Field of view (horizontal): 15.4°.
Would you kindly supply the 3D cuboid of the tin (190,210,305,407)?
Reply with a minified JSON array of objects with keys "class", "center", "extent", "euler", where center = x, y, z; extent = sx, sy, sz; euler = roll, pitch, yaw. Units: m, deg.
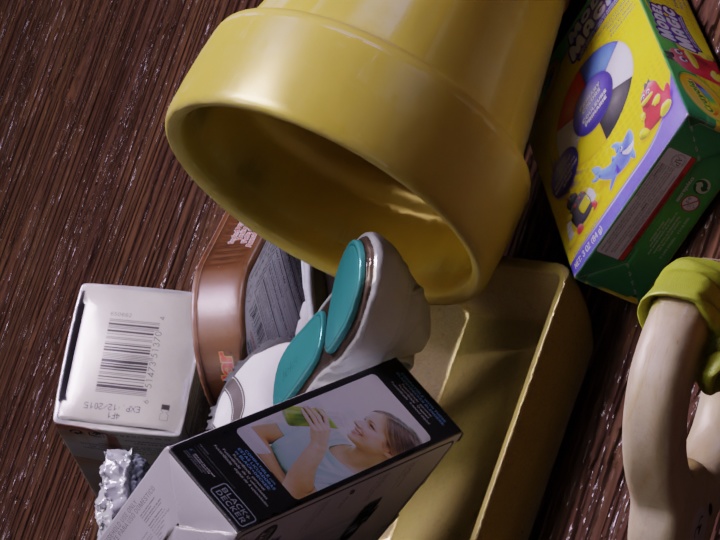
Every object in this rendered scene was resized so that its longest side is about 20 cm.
[{"class":"tin","center":[-0.064,0.019,1.731],"extent":[0.200,0.042,0.112],"euler":[-69,-28,-58]}]

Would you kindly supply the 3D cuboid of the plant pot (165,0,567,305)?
[{"class":"plant pot","center":[0.022,-0.111,1.478],"extent":[0.189,0.201,0.201],"euler":[-61,19,-19]}]

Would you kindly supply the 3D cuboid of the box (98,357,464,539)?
[{"class":"box","center":[-0.047,0.125,1.400],"extent":[0.060,0.200,0.117],"euler":[48,126,18]}]

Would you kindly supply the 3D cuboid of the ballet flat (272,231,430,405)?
[{"class":"ballet flat","center":[0.004,0.035,1.489],"extent":[0.200,0.069,0.069],"euler":[122,159,-60]}]

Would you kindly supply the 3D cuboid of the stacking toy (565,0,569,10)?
[{"class":"stacking toy","center":[0.070,-0.132,1.621],"extent":[0.110,0.116,0.200],"euler":[-152,73,-70]}]

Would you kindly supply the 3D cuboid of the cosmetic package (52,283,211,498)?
[{"class":"cosmetic package","center":[-0.137,0.093,1.761],"extent":[0.200,0.087,0.103],"euler":[78,-161,-65]}]

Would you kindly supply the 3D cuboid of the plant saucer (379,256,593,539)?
[{"class":"plant saucer","center":[0.059,0.092,1.493],"extent":[0.200,0.048,0.200],"euler":[9,78,67]}]

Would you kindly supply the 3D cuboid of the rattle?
[{"class":"rattle","center":[0.188,0.099,1.219],"extent":[0.130,0.143,0.200],"euler":[-9,-75,-79]}]

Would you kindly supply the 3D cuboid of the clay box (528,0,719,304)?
[{"class":"clay box","center":[0.144,-0.087,1.458],"extent":[0.115,0.048,0.200],"euler":[-57,26,26]}]

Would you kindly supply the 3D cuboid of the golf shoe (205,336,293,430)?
[{"class":"golf shoe","center":[-0.051,0.120,1.585],"extent":[0.094,0.078,0.200],"euler":[-25,37,48]}]

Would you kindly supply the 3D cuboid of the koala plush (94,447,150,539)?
[{"class":"koala plush","center":[-0.123,0.219,1.659],"extent":[0.184,0.177,0.200],"euler":[3,72,55]}]

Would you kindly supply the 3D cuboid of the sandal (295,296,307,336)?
[{"class":"sandal","center":[0.017,-0.012,1.671],"extent":[0.050,0.082,0.203],"euler":[29,99,24]}]

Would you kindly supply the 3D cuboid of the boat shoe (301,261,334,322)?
[{"class":"boat shoe","center":[-0.002,0.001,1.605],"extent":[0.065,0.074,0.202],"euler":[-13,-75,-78]}]
